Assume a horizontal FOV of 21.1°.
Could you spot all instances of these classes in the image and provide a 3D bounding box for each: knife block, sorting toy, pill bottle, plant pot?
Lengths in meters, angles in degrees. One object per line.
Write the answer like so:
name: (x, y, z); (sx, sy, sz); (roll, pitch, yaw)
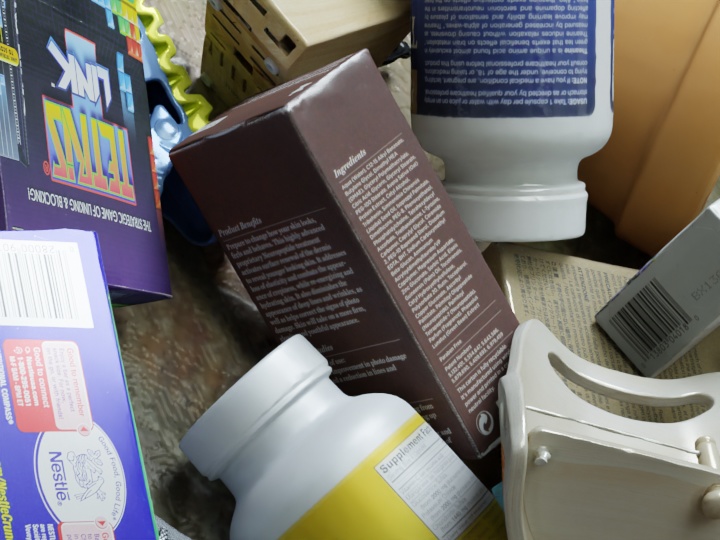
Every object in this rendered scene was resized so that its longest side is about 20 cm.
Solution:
knife block: (-0.004, -0.154, 1.080); (0.176, 0.200, 0.064); (-40, 83, -14)
sorting toy: (0.140, 0.088, 0.910); (0.200, 0.107, 0.180); (15, 31, -11)
pill bottle: (0.009, 0.130, 0.920); (0.200, 0.112, 0.112); (47, 46, 5)
plant pot: (0.168, -0.121, 1.165); (0.140, 0.200, 0.200); (25, 46, 8)
pill bottle: (0.082, -0.119, 1.051); (0.111, 0.111, 0.200); (-6, 100, -36)

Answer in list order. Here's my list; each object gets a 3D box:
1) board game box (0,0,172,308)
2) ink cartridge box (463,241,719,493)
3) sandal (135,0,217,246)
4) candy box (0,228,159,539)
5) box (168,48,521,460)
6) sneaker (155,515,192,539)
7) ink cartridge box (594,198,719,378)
board game box: (-0.150, -0.069, 0.876); (0.200, 0.057, 0.165); (15, 66, -76)
ink cartridge box: (0.138, 0.095, 1.054); (0.165, 0.075, 0.200); (13, 52, -27)
sandal: (-0.135, -0.088, 1.013); (0.087, 0.079, 0.200); (-30, 76, -38)
candy box: (-0.158, 0.104, 0.769); (0.077, 0.200, 0.169); (3, 59, -33)
box: (0.000, 0.000, 0.972); (0.075, 0.100, 0.200); (-42, 108, -39)
sneaker: (-0.075, 0.137, 0.859); (0.200, 0.114, 0.075); (47, 46, 5)
ink cartridge box: (0.224, -0.023, 1.071); (0.050, 0.109, 0.200); (49, 45, 8)
